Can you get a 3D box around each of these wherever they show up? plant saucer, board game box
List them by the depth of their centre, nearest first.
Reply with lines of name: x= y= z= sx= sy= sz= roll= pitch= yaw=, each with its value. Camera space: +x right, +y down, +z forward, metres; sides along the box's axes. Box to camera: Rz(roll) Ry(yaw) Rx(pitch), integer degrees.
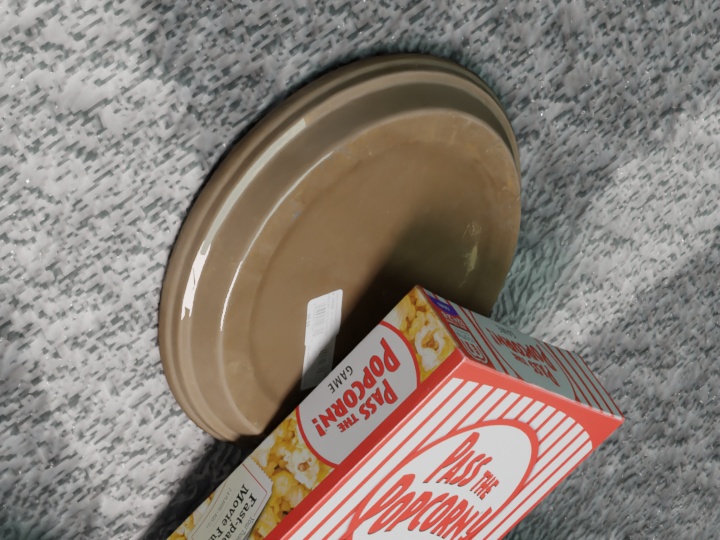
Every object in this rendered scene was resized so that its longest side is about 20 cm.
plant saucer: x=0.000 y=0.000 z=0.872 sx=0.199 sy=0.029 sz=0.202 roll=-25 pitch=135 yaw=-28
board game box: x=0.008 y=0.106 z=0.908 sx=0.200 sy=0.046 sz=0.151 roll=-46 pitch=146 yaw=16
